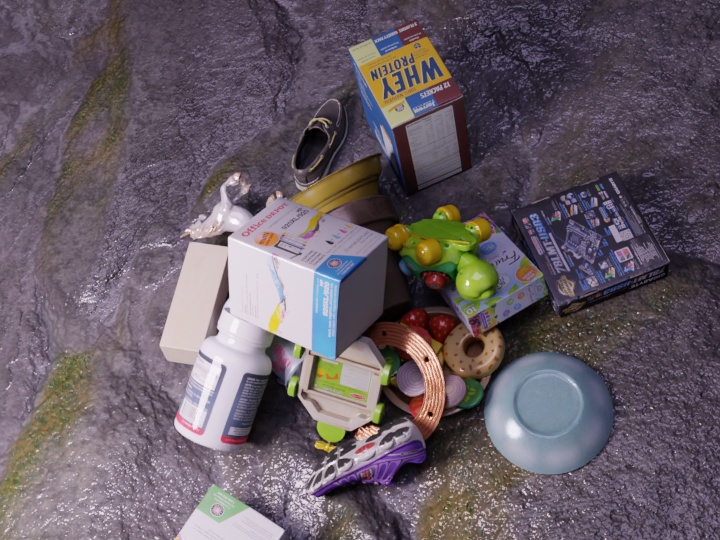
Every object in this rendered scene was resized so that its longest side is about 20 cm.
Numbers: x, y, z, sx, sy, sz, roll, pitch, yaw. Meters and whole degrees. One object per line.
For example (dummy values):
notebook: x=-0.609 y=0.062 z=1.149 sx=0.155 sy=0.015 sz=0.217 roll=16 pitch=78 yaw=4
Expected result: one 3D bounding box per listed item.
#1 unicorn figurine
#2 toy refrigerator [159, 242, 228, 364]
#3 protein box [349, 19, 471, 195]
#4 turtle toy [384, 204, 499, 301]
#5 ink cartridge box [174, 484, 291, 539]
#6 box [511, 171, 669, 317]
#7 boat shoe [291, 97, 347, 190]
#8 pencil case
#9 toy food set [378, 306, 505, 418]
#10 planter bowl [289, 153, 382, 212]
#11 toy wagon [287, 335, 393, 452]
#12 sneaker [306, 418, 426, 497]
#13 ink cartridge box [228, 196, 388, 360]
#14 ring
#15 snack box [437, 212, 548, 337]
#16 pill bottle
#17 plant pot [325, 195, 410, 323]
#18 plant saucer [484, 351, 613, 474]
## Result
unicorn figurine: x=-0.221 y=-0.097 z=1.838 sx=0.198 sy=0.074 sz=0.139 roll=22 pitch=77 yaw=16
toy refrigerator: x=-0.277 y=0.058 z=1.767 sx=0.075 sy=0.070 sz=0.202 roll=7 pitch=62 yaw=7
protein box: x=0.090 y=-0.284 z=1.811 sx=0.134 sy=0.201 sz=0.200 roll=-24 pitch=58 yaw=-3
turtle toy: x=0.137 y=-0.021 z=1.610 sx=0.145 sy=0.102 sz=0.199 roll=-21 pitch=32 yaw=-31
ink cartridge box: x=-0.211 y=0.446 z=1.517 sx=0.144 sy=0.088 sz=0.201 roll=25 pitch=66 yaw=24
box: x=0.377 y=-0.046 z=1.705 sx=0.196 sy=0.050 sz=0.202 roll=-22 pitch=59 yaw=-1
boat shoe: x=-0.074 y=-0.244 z=1.903 sx=0.071 sy=0.061 sz=0.203 roll=9 pitch=63 yaw=16
pencil case: x=-0.144 y=0.113 z=1.698 sx=0.083 sy=0.091 sz=0.200 roll=-27 pitch=57 yaw=-31
toy food set: x=0.118 y=0.145 z=1.647 sx=0.198 sy=0.049 sz=0.199 roll=26 pitch=69 yaw=23
planter bowl: x=-0.031 y=-0.118 z=1.777 sx=0.199 sy=0.200 sz=0.084 roll=-29 pitch=88 yaw=-6
toy wagon: x=-0.035 y=0.189 z=1.594 sx=0.153 sy=0.202 sz=0.040 roll=16 pitch=25 yaw=11
sneaker: x=0.009 y=0.304 z=1.562 sx=0.198 sy=0.084 sz=0.081 roll=-26 pitch=15 yaw=12
ink cartridge box: x=-0.080 y=0.008 z=1.542 sx=0.198 sy=0.146 sz=0.147 roll=21 pitch=38 yaw=23
ring: x=0.045 y=0.181 z=1.605 sx=0.198 sy=0.019 sz=0.204 roll=1 pitch=93 yaw=29
snack box: x=0.194 y=0.002 z=1.680 sx=0.141 sy=0.053 sz=0.200 roll=-30 pitch=41 yaw=-5
pill bottle: x=-0.205 y=0.168 z=1.613 sx=0.119 sy=0.119 sz=0.202 roll=23 pitch=95 yaw=23
plant pot: x=0.000 y=0.000 z=1.690 sx=0.198 sy=0.200 sz=0.176 roll=-26 pitch=76 yaw=-5
plant saucer: x=0.288 y=0.210 z=1.580 sx=0.198 sy=0.039 sz=0.203 roll=-6 pitch=59 yaw=9
